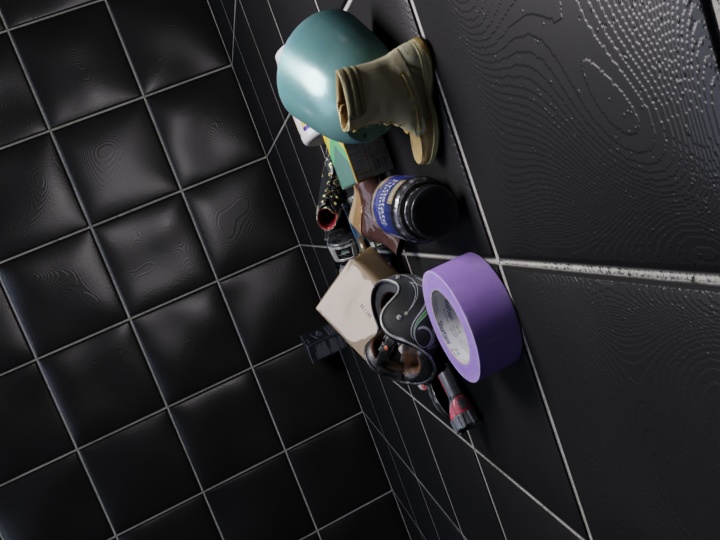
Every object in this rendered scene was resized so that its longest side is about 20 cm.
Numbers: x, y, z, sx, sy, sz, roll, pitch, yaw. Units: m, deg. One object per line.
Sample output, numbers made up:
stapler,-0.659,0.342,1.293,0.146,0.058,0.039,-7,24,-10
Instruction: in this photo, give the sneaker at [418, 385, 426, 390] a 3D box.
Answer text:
sneaker,0.160,0.231,1.507,0.202,0.066,0.110,91,154,-71

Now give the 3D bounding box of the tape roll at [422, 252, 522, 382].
tape roll,0.186,0.079,1.035,0.200,0.083,0.205,157,91,-80

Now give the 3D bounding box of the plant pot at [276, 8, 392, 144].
plant pot,-0.019,-0.312,1.031,0.161,0.198,0.204,45,157,37

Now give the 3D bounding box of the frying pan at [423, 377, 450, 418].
frying pan,0.171,0.281,1.393,0.188,0.031,0.117,31,-147,-43

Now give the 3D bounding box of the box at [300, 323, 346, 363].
box,-0.190,0.364,3.107,0.148,0.196,0.107,41,152,65

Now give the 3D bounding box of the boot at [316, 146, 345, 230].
boot,-0.063,-0.217,1.489,0.207,0.071,0.156,105,174,-46

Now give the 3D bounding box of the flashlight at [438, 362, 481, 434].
flashlight,0.202,0.264,1.374,0.067,0.067,0.203,20,-142,-52

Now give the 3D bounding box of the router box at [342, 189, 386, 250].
router box,0.018,-0.127,1.508,0.200,0.061,0.154,179,68,-78

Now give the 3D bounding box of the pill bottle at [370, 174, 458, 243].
pill bottle,0.093,-0.108,1.057,0.200,0.109,0.115,-150,39,-72

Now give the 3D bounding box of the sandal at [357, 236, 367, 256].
sandal,0.000,0.000,1.525,0.202,0.053,0.083,94,155,-56

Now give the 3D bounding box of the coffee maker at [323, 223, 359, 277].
coffee maker,-0.029,-0.033,1.737,0.192,0.132,0.205,-132,23,-62

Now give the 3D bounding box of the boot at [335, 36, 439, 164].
boot,0.042,-0.237,0.940,0.073,0.152,0.203,54,163,45

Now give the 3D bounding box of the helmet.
helmet,0.101,0.108,1.225,0.203,0.194,0.193,78,-153,-44

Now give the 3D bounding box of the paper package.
paper package,0.025,0.084,1.419,0.200,0.103,0.192,44,124,9

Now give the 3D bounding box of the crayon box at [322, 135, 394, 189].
crayon box,-0.017,-0.280,1.217,0.051,0.124,0.205,-12,101,45

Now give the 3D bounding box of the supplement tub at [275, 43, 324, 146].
supplement tub,-0.096,-0.396,1.337,0.145,0.142,0.205,164,84,-79

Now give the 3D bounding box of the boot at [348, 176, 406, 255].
boot,0.051,-0.154,1.323,0.165,0.071,0.205,33,126,35

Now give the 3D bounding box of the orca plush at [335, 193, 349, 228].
orca plush,-0.038,-0.152,1.651,0.200,0.069,0.108,-39,-28,-80
